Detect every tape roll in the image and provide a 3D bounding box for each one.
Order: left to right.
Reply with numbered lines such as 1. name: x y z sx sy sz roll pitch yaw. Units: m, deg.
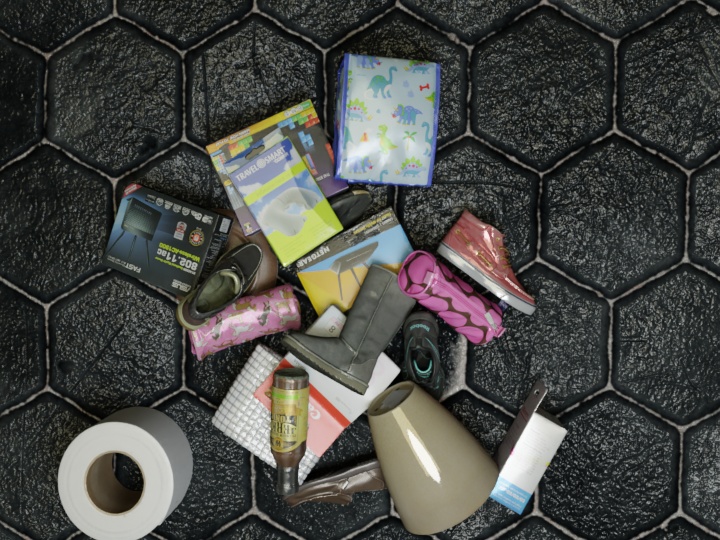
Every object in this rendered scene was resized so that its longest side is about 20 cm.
1. tape roll: -0.401 0.348 1.591 0.199 0.139 0.207 0 92 4

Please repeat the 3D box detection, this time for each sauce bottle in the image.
1. sauce bottle: -0.116 0.265 1.513 0.063 0.065 0.204 2 98 3

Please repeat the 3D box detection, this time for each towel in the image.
1. towel: -0.136 0.244 1.598 0.198 0.086 0.167 33 86 -4

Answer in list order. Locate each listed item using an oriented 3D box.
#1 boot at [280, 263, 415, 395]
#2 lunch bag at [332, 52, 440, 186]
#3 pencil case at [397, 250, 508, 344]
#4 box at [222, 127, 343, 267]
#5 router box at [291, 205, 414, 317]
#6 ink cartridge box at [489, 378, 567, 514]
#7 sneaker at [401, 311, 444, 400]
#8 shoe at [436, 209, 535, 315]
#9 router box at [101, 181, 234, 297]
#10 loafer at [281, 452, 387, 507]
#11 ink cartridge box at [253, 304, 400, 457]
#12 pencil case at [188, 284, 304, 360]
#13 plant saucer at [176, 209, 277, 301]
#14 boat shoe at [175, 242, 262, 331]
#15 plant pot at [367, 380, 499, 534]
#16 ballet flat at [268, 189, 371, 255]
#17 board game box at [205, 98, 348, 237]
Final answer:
1. boot: -0.014 0.078 1.501 0.181 0.072 0.202 32 77 -20
2. lunch bag: 0.041 -0.243 1.538 0.167 0.127 0.204 3 83 -7
3. pencil case: 0.153 0.047 1.524 0.199 0.094 0.091 33 96 -33
4. box: -0.129 -0.123 1.529 0.121 0.048 0.202 -32 93 -5
5. router box: 0.000 0.000 1.594 0.198 0.051 0.151 -28 93 5
6. ink cartridge box: 0.285 0.294 1.558 0.067 0.115 0.202 28 94 1
7. sneaker: 0.100 0.166 1.546 0.074 0.080 0.202 -5 127 8
8. shoe: 0.232 -0.015 1.571 0.199 0.071 0.092 36 97 5
9. router box: -0.331 -0.050 1.580 0.197 0.062 0.152 19 93 20
10. loafer: -0.040 0.379 1.602 0.197 0.073 0.072 -18 92 5
11. ink cartridge box: -0.056 0.185 1.543 0.162 0.057 0.200 43 77 -3
12. pencil case: -0.199 0.088 1.576 0.197 0.083 0.088 -16 109 -10
13. plant saucer: -0.245 -0.006 1.619 0.197 0.037 0.204 0 93 3
14. boat shoe: -0.219 0.022 1.518 0.072 0.066 0.201 53 52 -14
15. plant pot: 0.100 0.289 1.513 0.186 0.188 0.202 -30 103 4
16. ballet flat: -0.073 -0.089 1.597 0.198 0.057 0.067 -28 133 -1
17. board game box: -0.142 -0.174 1.579 0.198 0.057 0.167 -26 90 -6
